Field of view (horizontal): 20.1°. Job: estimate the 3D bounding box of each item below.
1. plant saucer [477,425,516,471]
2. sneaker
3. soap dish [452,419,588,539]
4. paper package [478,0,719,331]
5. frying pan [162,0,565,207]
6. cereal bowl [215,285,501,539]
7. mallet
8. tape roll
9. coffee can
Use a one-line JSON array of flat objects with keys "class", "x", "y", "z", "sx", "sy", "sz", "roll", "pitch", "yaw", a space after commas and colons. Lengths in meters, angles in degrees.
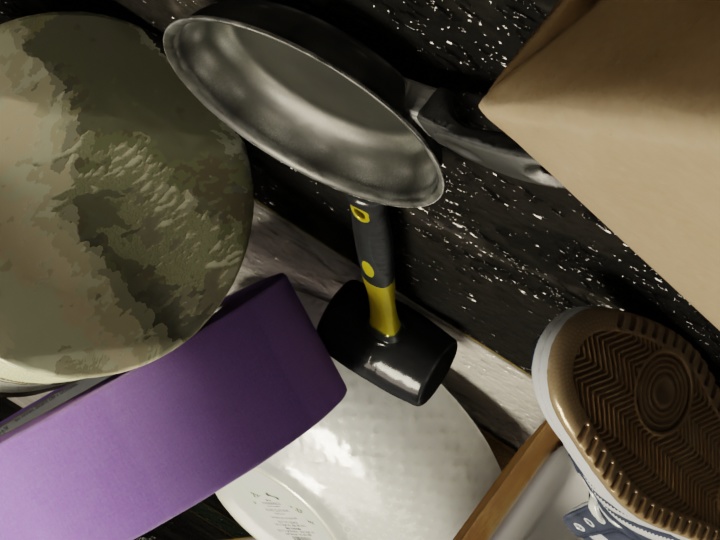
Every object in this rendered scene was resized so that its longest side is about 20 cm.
[{"class": "plant saucer", "x": 0.036, "y": 0.115, "z": 1.231, "sx": 0.199, "sy": 0.036, "sz": 0.200, "roll": 29, "pitch": 166, "yaw": 8}, {"class": "sneaker", "x": 0.111, "y": 0.074, "z": 0.858, "sx": 0.200, "sy": 0.070, "sz": 0.108, "roll": 37, "pitch": 163, "yaw": -36}, {"class": "soap dish", "x": 0.116, "y": 0.192, "z": 1.032, "sx": 0.200, "sy": 0.158, "sz": 0.081, "roll": 42, "pitch": 165, "yaw": -16}, {"class": "paper package", "x": 0.158, "y": -0.011, "z": 0.395, "sx": 0.200, "sy": 0.104, "sz": 0.190, "roll": 39, "pitch": 164, "yaw": -33}, {"class": "frying pan", "x": -0.001, "y": -0.063, "z": 0.694, "sx": 0.115, "sy": 0.031, "sz": 0.190, "roll": 36, "pitch": 162, "yaw": -20}, {"class": "cereal bowl", "x": -0.023, "y": 0.106, "z": 1.124, "sx": 0.199, "sy": 0.083, "sz": 0.201, "roll": 30, "pitch": 150, "yaw": 19}, {"class": "mallet", "x": 0.000, "y": 0.000, "z": 0.916, "sx": 0.066, "sy": 0.041, "sz": 0.200, "roll": 28, "pitch": 161, "yaw": 22}, {"class": "tape roll", "x": -0.107, "y": 0.077, "z": 0.952, "sx": 0.066, "sy": 0.199, "sz": 0.200, "roll": 60, "pitch": 162, "yaw": -4}, {"class": "coffee can", "x": -0.141, "y": -0.021, "z": 0.891, "sx": 0.146, "sy": 0.147, "sz": 0.200, "roll": 34, "pitch": 166, "yaw": -12}]
